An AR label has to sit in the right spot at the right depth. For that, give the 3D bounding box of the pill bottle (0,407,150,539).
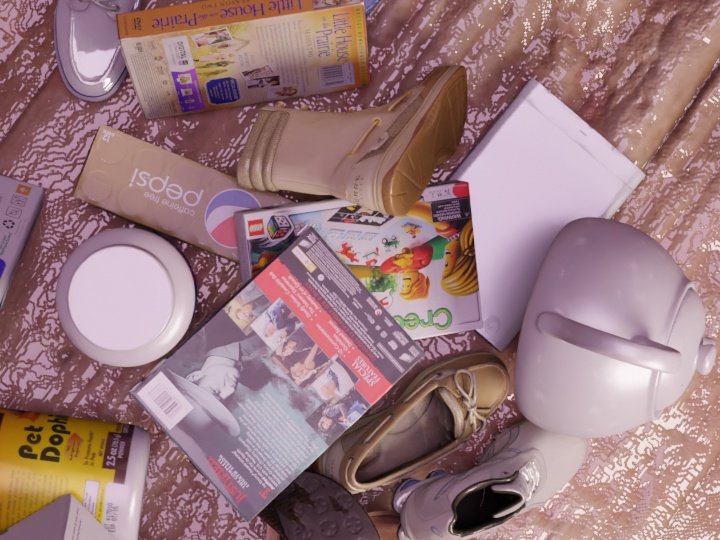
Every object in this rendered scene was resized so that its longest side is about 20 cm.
[{"bbox_3d":[-0.280,0.172,1.600,0.199,0.109,0.110,7,91,-5],"label":"pill bottle"}]

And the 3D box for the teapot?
[{"bbox_3d":[0.220,0.056,1.582,0.145,0.198,0.200,16,49,19],"label":"teapot"}]

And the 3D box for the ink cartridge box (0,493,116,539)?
[{"bbox_3d":[-0.233,0.301,1.568,0.146,0.084,0.200,-30,118,17],"label":"ink cartridge box"}]

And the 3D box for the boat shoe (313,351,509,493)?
[{"bbox_3d":[0.055,0.131,1.620,0.200,0.063,0.074,-24,104,-27],"label":"boat shoe"}]

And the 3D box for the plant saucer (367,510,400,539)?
[{"bbox_3d":[0.004,0.302,1.624,0.200,0.037,0.201,-2,93,-40],"label":"plant saucer"}]

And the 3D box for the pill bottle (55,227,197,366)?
[{"bbox_3d":[-0.188,0.021,1.558,0.112,0.200,0.113,0,91,-5],"label":"pill bottle"}]

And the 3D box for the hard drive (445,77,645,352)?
[{"bbox_3d":[0.135,-0.048,1.669,0.132,0.026,0.200,40,88,-4],"label":"hard drive"}]

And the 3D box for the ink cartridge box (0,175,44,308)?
[{"bbox_3d":[-0.378,-0.022,1.560,0.199,0.199,0.043,17,134,-5],"label":"ink cartridge box"}]

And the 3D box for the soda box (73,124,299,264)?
[{"bbox_3d":[-0.139,-0.055,1.628,0.199,0.064,0.068,22,89,-4],"label":"soda box"}]

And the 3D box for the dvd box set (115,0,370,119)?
[{"bbox_3d":[-0.093,-0.181,1.584,0.199,0.146,0.030,-9,69,0],"label":"dvd box set"}]

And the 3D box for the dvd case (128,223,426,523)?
[{"bbox_3d":[-0.066,0.083,1.550,0.200,0.022,0.146,-44,95,-10],"label":"dvd case"}]

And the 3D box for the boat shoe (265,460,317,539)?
[{"bbox_3d":[-0.044,0.161,1.639,0.070,0.070,0.201,2,100,3],"label":"boat shoe"}]

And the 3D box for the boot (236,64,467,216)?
[{"bbox_3d":[-0.003,-0.119,1.614,0.155,0.200,0.073,8,128,22],"label":"boot"}]

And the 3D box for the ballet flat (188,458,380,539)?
[{"bbox_3d":[-0.062,0.189,1.577,0.200,0.046,0.067,30,75,24],"label":"ballet flat"}]

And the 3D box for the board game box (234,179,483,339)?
[{"bbox_3d":[0.000,0.000,1.604,0.199,0.035,0.127,-9,98,-16],"label":"board game box"}]

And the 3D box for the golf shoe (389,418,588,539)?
[{"bbox_3d":[0.127,0.185,1.620,0.199,0.097,0.079,-25,103,-26],"label":"golf shoe"}]

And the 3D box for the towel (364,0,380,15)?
[{"bbox_3d":[-0.053,-0.299,1.638,0.200,0.049,0.112,44,88,-3],"label":"towel"}]

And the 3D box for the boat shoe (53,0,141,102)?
[{"bbox_3d":[-0.220,-0.243,1.616,0.073,0.067,0.201,6,91,-4],"label":"boat shoe"}]
